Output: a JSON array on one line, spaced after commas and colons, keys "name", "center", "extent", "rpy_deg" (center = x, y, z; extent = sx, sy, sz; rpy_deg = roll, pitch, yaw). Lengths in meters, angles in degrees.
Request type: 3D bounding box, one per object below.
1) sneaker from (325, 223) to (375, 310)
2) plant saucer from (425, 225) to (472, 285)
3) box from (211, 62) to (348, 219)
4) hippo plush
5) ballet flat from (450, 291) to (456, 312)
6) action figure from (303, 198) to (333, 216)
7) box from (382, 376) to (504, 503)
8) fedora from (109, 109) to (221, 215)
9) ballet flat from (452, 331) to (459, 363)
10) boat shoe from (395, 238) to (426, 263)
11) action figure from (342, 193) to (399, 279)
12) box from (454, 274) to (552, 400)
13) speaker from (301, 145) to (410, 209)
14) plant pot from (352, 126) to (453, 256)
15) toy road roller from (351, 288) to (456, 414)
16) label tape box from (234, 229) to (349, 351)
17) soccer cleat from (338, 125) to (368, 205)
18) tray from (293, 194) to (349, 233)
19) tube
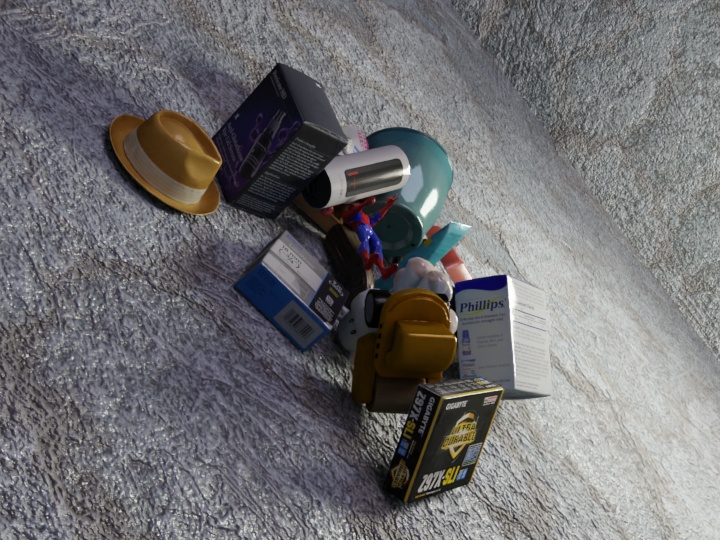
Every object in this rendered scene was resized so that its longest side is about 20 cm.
[{"name": "sneaker", "center": [0.000, 0.000, 1.689], "extent": [0.075, 0.070, 0.200], "rpy_deg": [29, 31, -38]}, {"name": "plant saucer", "center": [0.196, 0.013, 1.926], "extent": [0.200, 0.037, 0.200], "rpy_deg": [56, 5, -29]}, {"name": "box", "center": [-0.136, -0.207, 1.613], "extent": [0.104, 0.200, 0.148], "rpy_deg": [19, 36, -44]}, {"name": "hippo plush", "center": [0.039, 0.066, 1.564], "extent": [0.160, 0.200, 0.160], "rpy_deg": [0, 59, -25]}, {"name": "ballet flat", "center": [0.155, 0.075, 1.804], "extent": [0.200, 0.068, 0.069], "rpy_deg": [33, 67, -62]}, {"name": "action figure", "center": [-0.090, -0.171, 1.744], "extent": [0.065, 0.052, 0.200], "rpy_deg": [25, 34, -50]}, {"name": "box", "center": [0.121, 0.238, 1.422], "extent": [0.049, 0.160, 0.200], "rpy_deg": [26, 11, 30]}, {"name": "fedora", "center": [-0.273, -0.175, 1.479], "extent": [0.200, 0.082, 0.201], "rpy_deg": [38, 26, -22]}, {"name": "ballet flat", "center": [0.138, 0.130, 1.741], "extent": [0.200, 0.073, 0.073], "rpy_deg": [22, 34, -55]}, {"name": "boat shoe", "center": [0.105, 0.000, 1.856], "extent": [0.072, 0.076, 0.200], "rpy_deg": [38, 26, -23]}, {"name": "action figure", "center": [0.027, -0.079, 1.676], "extent": [0.065, 0.099, 0.200], "rpy_deg": [31, 17, -31]}, {"name": "box", "center": [0.256, 0.123, 1.773], "extent": [0.184, 0.105, 0.201], "rpy_deg": [19, 66, -58]}, {"name": "speaker", "center": [-0.010, -0.161, 1.696], "extent": [0.200, 0.081, 0.081], "rpy_deg": [-18, 66, -44]}, {"name": "plant pot", "center": [0.065, -0.134, 1.877], "extent": [0.200, 0.200, 0.188], "rpy_deg": [38, 41, -21]}, {"name": "toy road roller", "center": [0.068, 0.124, 1.417], "extent": [0.122, 0.201, 0.146], "rpy_deg": [4, 15, -15]}, {"name": "label tape box", "center": [-0.093, 0.016, 1.517], "extent": [0.144, 0.063, 0.200], "rpy_deg": [45, 24, -8]}, {"name": "soccer cleat", "center": [-0.027, -0.210, 1.812], "extent": [0.086, 0.070, 0.201], "rpy_deg": [52, 25, -43]}, {"name": "tray", "center": [-0.109, -0.157, 1.788], "extent": [0.200, 0.037, 0.099], "rpy_deg": [43, 24, -12]}, {"name": "tube", "center": [0.103, -0.016, 1.726], "extent": [0.050, 0.200, 0.077], "rpy_deg": [56, 24, 17]}]
